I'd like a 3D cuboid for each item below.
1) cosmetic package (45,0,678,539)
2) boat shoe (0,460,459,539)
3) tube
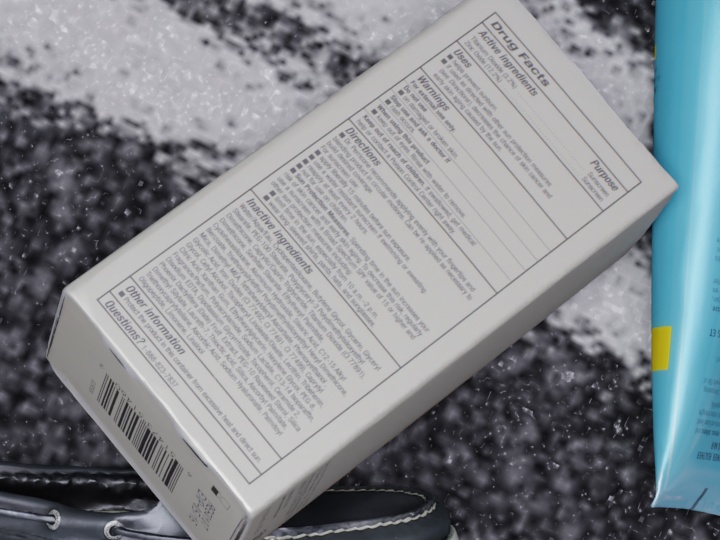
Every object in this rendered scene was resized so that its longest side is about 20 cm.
[{"bbox_3d":[0.000,0.000,1.041,0.200,0.073,0.104,-35,80,-22],"label":"cosmetic package"},{"bbox_3d":[-0.066,0.084,1.070,0.199,0.075,0.066,-4,100,7],"label":"boat shoe"},{"bbox_3d":[0.129,-0.012,1.087,0.050,0.077,0.201,0,83,34],"label":"tube"}]
